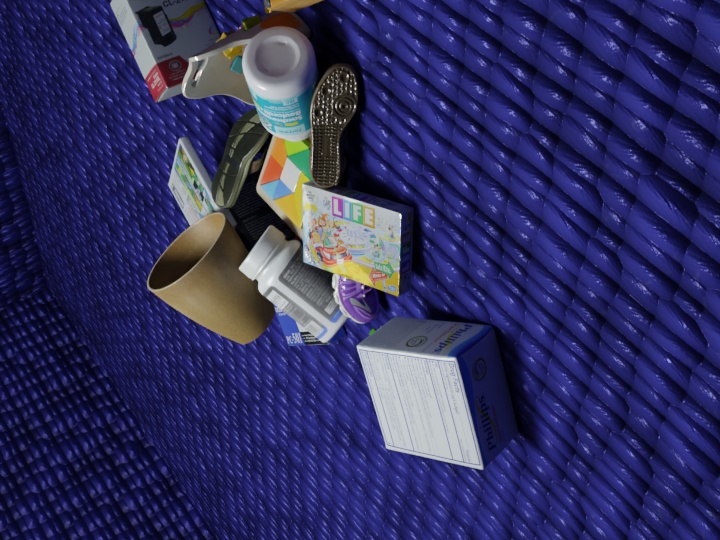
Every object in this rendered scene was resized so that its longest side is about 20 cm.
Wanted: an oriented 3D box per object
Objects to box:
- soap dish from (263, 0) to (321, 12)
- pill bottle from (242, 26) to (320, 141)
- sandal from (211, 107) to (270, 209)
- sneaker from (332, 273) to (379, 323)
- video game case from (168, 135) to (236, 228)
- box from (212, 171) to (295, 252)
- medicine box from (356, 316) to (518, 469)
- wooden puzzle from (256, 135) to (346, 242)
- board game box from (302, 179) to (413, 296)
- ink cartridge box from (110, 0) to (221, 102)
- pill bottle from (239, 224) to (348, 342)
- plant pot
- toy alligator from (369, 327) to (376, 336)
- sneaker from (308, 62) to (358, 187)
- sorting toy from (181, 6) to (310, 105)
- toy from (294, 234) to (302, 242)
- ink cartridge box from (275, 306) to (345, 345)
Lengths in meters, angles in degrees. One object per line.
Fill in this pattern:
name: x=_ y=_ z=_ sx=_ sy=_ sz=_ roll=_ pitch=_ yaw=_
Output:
soap dish: x=-0.090 y=-0.453 z=1.456 sx=0.199 sy=0.080 sz=0.160 roll=3 pitch=116 yaw=60
pill bottle: x=-0.112 y=-0.275 z=1.593 sx=0.111 sy=0.110 sz=0.200 roll=54 pitch=173 yaw=20
sandal: x=-0.205 y=-0.203 z=1.862 sx=0.080 sy=0.057 sz=0.203 roll=47 pitch=117 yaw=36
sneaker: x=0.000 y=0.000 z=1.700 sx=0.083 sy=0.080 sz=0.203 roll=21 pitch=131 yaw=47
video game case: x=-0.304 y=-0.128 z=1.985 sx=0.202 sy=0.022 sz=0.183 roll=60 pitch=154 yaw=13
box: x=-0.204 y=-0.076 z=1.984 sx=0.201 sy=0.103 sz=0.149 roll=52 pitch=152 yaw=23
medicine box: x=0.115 y=0.178 z=1.556 sx=0.198 sy=0.102 sz=0.185 roll=3 pitch=117 yaw=43
wooden puzzle: x=-0.109 y=-0.159 z=1.755 sx=0.185 sy=0.037 sz=0.202 roll=45 pitch=132 yaw=34
board game box: x=-0.007 y=-0.054 z=1.621 sx=0.198 sy=0.034 sz=0.137 roll=19 pitch=119 yaw=35
ink cartridge box: x=-0.343 y=-0.430 z=1.882 sx=0.203 sy=0.144 sz=0.083 roll=64 pitch=153 yaw=-1
pill bottle: x=-0.105 y=0.020 z=1.793 sx=0.199 sy=0.114 sz=0.114 roll=39 pitch=154 yaw=-6
plant pot: x=-0.248 y=0.031 z=1.873 sx=0.200 sy=0.187 sz=0.185 roll=47 pitch=162 yaw=-25
toy alligator: x=0.092 y=0.162 z=1.704 sx=0.199 sy=0.060 sz=0.054 roll=40 pitch=-169 yaw=29
sneaker: x=-0.047 y=-0.231 z=1.588 sx=0.076 sy=0.069 sz=0.203 roll=-93 pitch=14 yaw=-57
sorting toy: x=-0.198 y=-0.336 z=1.652 sx=0.108 sy=0.178 sz=0.200 roll=59 pitch=153 yaw=9
toy: x=-0.088 y=-0.054 z=1.848 sx=0.115 sy=0.047 sz=0.203 roll=21 pitch=130 yaw=56
ink cartridge box: x=-0.102 y=0.094 z=2.011 sx=0.199 sy=0.044 sz=0.095 roll=-11 pitch=101 yaw=64
